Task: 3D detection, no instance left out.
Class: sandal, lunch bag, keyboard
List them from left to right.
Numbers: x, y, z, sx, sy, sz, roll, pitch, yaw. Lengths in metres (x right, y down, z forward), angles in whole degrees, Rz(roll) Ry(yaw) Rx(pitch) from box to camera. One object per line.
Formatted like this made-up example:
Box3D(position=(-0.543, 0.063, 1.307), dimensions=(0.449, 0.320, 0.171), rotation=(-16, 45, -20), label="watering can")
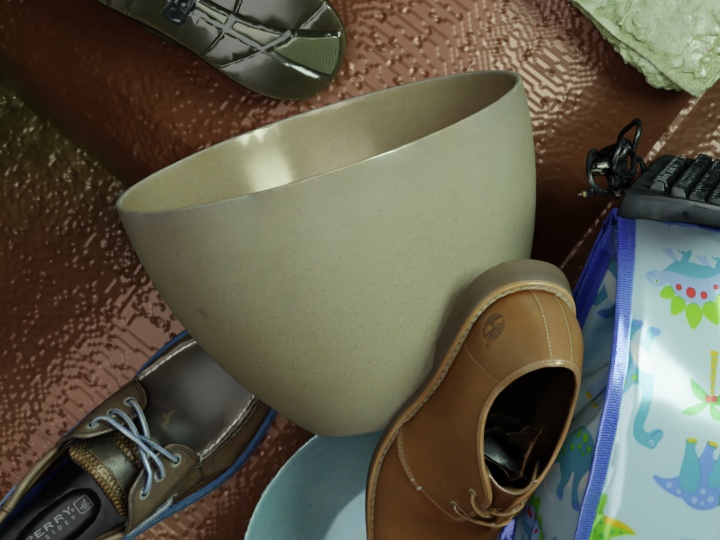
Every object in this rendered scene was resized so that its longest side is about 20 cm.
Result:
Box3D(position=(-0.092, -0.160, 1.346), dimensions=(0.200, 0.055, 0.082), rotation=(33, 102, -6), label="sandal")
Box3D(position=(0.151, -0.048, 1.221), dimensions=(0.104, 0.200, 0.040), rotation=(6, 97, 9), label="keyboard")
Box3D(position=(0.169, 0.080, 1.233), dimensions=(0.170, 0.127, 0.201), rotation=(10, 102, -15), label="lunch bag")

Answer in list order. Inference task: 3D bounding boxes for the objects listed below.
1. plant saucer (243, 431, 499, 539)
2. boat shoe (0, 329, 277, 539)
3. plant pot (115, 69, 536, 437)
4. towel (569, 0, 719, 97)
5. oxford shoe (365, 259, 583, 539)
Box3D(position=(0.039, 0.158, 1.316), dimensions=(0.200, 0.039, 0.202), rotation=(0, 93, 3), label="plant saucer")
Box3D(position=(-0.114, 0.098, 1.334), dimensions=(0.200, 0.072, 0.072), rotation=(-45, 83, 7), label="boat shoe")
Box3D(position=(0.000, 0.000, 1.263), dimensions=(0.200, 0.200, 0.135), rotation=(-16, 101, 10), label="plant pot")
Box3D(position=(0.135, -0.197, 1.309), dimensions=(0.200, 0.036, 0.148), rotation=(43, 96, 8), label="towel")
Box3D(position=(0.050, 0.092, 1.207), dimensions=(0.071, 0.071, 0.200), rotation=(3, 130, -18), label="oxford shoe")
